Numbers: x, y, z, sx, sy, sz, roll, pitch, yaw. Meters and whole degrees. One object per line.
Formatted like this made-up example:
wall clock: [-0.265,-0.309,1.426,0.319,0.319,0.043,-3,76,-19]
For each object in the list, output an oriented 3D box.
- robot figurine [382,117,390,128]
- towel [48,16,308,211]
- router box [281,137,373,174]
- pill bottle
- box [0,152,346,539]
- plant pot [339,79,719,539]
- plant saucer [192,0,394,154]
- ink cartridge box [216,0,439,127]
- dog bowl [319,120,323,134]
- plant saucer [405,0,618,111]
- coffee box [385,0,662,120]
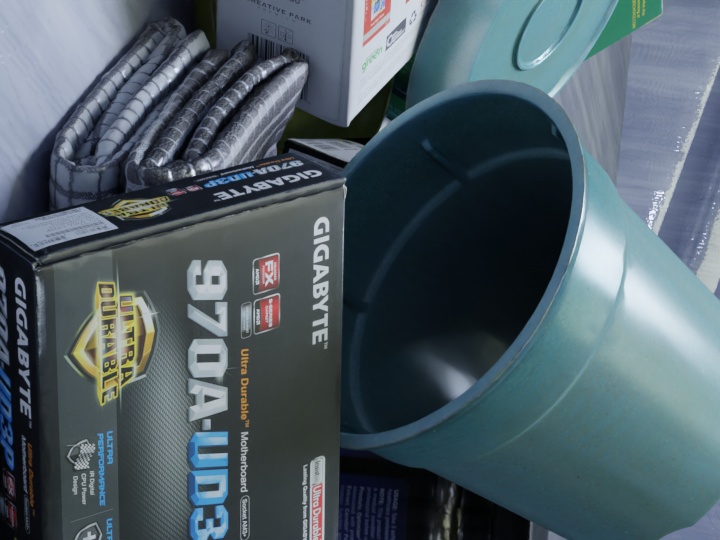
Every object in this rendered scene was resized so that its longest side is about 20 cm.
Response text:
robot figurine: [0.051,-0.122,1.541,0.113,0.169,0.200,53,55,-20]
towel: [-0.084,-0.014,1.108,0.200,0.085,0.166,-63,155,-61]
router box: [0.000,0.000,1.300,0.200,0.051,0.150,-9,119,-65]
pill bottle: [0.005,0.135,1.292,0.112,0.199,0.113,4,90,-78]
box: [-0.083,0.060,1.001,0.158,0.046,0.201,-15,119,-34]
plant pot: [0.091,0.038,1.150,0.196,0.200,0.201,35,54,-37]
plant saucer: [-0.040,-0.148,1.282,0.200,0.031,0.201,7,82,-59]
ink cartridge box: [0.011,-0.207,1.187,0.200,0.084,0.176,-48,152,-43]
dog bowl: [-0.039,-0.035,1.388,0.111,0.049,0.201,46,48,-74]
plant saucer: [0.099,-0.146,1.276,0.200,0.027,0.200,-44,157,-24]
coffee box: [0.085,-0.162,1.461,0.200,0.123,0.044,-33,138,-23]
